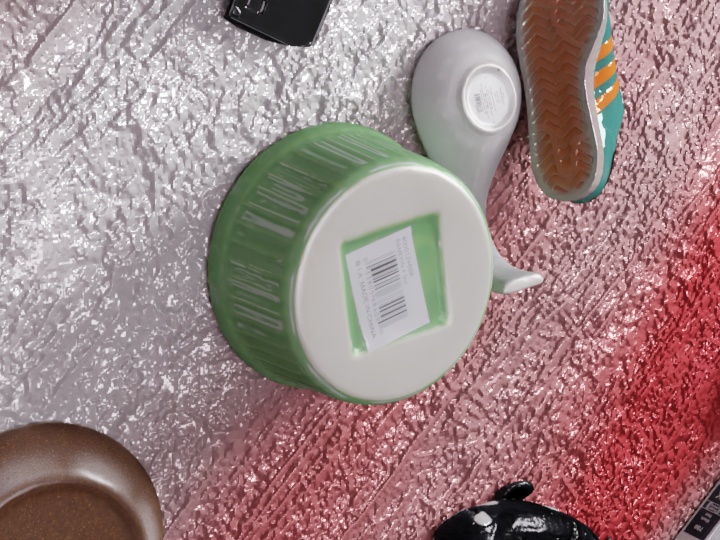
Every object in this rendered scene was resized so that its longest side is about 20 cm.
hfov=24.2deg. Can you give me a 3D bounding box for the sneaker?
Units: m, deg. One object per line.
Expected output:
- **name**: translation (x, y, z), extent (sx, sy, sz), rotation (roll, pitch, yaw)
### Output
- **sneaker**: translation (0.165, -0.152, 1.300), extent (0.080, 0.071, 0.201), rotation (-2, 93, -67)

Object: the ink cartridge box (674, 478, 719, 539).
- **ink cartridge box**: translation (0.328, 0.266, 1.532), extent (0.200, 0.039, 0.100), rotation (-49, 124, -14)

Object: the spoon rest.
- **spoon rest**: translation (0.089, -0.083, 1.278), extent (0.099, 0.061, 0.201), rotation (-14, 97, -31)

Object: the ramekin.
- **ramekin**: translation (0.000, 0.000, 1.207), extent (0.199, 0.098, 0.201), rotation (-10, 108, -31)

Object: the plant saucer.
- **plant saucer**: translation (-0.219, 0.206, 1.158), extent (0.200, 0.037, 0.202), rotation (-9, 107, -32)

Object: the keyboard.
- **keyboard**: translation (-0.049, -0.262, 1.153), extent (0.127, 0.021, 0.201), rotation (21, 90, -37)

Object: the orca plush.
- **orca plush**: translation (0.155, 0.244, 1.391), extent (0.200, 0.071, 0.106), rotation (33, 84, -35)
